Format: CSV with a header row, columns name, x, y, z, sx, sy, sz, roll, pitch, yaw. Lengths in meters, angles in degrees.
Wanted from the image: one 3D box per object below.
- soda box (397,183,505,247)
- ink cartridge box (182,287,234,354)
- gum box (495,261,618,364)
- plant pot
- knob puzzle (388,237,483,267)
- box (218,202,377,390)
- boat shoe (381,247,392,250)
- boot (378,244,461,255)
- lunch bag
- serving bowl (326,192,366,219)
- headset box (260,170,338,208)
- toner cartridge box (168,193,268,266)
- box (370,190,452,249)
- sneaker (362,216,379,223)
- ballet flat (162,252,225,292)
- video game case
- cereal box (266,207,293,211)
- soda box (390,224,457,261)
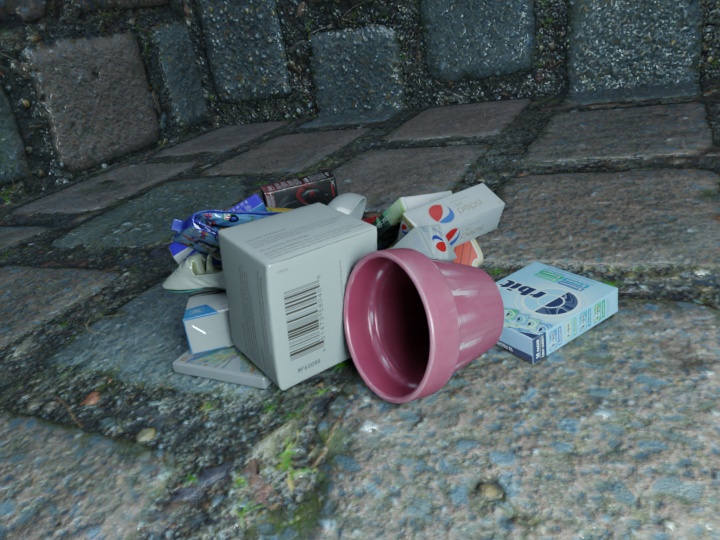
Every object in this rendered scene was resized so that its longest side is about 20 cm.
name,x,y,z,sx,sy,sz,roll,pitch,yaw
soda box,0.164,-0.088,1.081,0.196,0.065,0.068,-23,53,-27
ink cartridge box,-0.246,0.062,1.079,0.113,0.070,0.201,-12,22,-5
gum box,0.276,0.058,0.951,0.196,0.046,0.169,-24,27,-26
plant pot,0.099,0.067,0.845,0.175,0.206,0.198,-7,17,-34
knob puzzle,0.130,-0.030,1.111,0.213,0.031,0.224,-12,51,15
box,-0.091,0.029,0.926,0.196,0.205,0.170,-20,30,-33
boat shoe,0.001,0.001,1.100,0.197,0.074,0.065,-17,-10,35
boot,0.085,-0.012,1.174,0.195,0.066,0.186,-17,18,-14
lunch bag,-0.231,-0.065,1.052,0.195,0.097,0.150,12,-11,-27
serving bowl,-0.061,-0.067,1.175,0.065,0.203,0.201,28,31,5
headset box,-0.149,-0.141,1.453,0.194,0.153,0.075,-14,23,-13
toner cartridge box,-0.261,-0.056,1.169,0.197,0.096,0.043,-33,43,-10
box,0.082,-0.091,1.206,0.142,0.037,0.200,-13,-18,-37
sneaker,-0.021,-0.093,1.381,0.195,0.080,0.115,21,19,10
ballet flat,-0.268,0.000,1.057,0.194,0.071,0.070,0,24,23
video game case,-0.189,0.127,1.019,0.195,0.023,0.182,3,27,28
cereal box,-0.181,-0.047,1.228,0.140,0.040,0.203,7,51,25
soda box,0.061,0.008,0.978,0.067,0.065,0.199,-9,-26,-48
